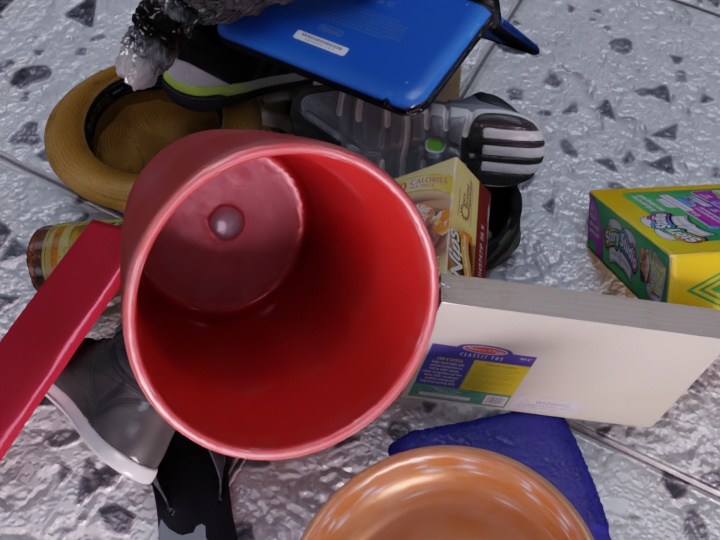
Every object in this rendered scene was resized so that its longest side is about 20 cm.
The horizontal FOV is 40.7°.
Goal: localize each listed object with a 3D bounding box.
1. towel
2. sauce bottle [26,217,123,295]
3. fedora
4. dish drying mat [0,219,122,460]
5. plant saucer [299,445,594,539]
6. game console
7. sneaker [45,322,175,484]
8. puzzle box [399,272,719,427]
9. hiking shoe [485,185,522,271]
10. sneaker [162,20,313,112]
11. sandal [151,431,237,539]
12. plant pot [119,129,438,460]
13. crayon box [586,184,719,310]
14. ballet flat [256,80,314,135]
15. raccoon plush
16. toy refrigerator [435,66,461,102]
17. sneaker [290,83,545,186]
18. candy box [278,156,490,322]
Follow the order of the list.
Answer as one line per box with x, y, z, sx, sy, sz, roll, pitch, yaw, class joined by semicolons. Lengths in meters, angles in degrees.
0.109;0.202;0.690;0.147;0.050;0.201;-7;57;-14;towel
-0.168;-0.014;0.782;0.199;0.066;0.066;-6;56;15;sauce bottle
-0.176;-0.105;0.854;0.199;0.082;0.202;0;48;1;fedora
-0.228;0.050;0.702;0.076;0.018;0.201;12;62;41;dish drying mat
0.049;0.205;0.573;0.199;0.037;0.201;-9;59;16;plant saucer
0.018;-0.185;0.785;0.199;0.119;0.171;26;69;28;game console
-0.185;0.065;0.723;0.200;0.071;0.099;31;83;41;sneaker
0.136;0.059;0.679;0.198;0.133;0.026;8;55;-7;puzzle box
0.060;-0.009;0.786;0.076;0.101;0.200;36;64;19;hiking shoe
-0.085;-0.200;0.831;0.072;0.083;0.200;32;44;25;sneaker
-0.130;0.145;0.721;0.076;0.043;0.201;-17;59;-11;sandal
-0.072;-0.006;0.640;0.199;0.202;0.177;-22;27;-14;plant pot
0.287;-0.019;0.757;0.171;0.059;0.200;-4;17;-2;crayon box
-0.063;-0.122;0.871;0.070;0.071;0.201;-17;62;-11;ballet flat
-0.073;-0.196;0.717;0.134;0.097;0.201;30;99;15;raccoon plush
0.050;-0.148;0.881;0.070;0.076;0.201;17;56;-13;toy refrigerator
0.049;-0.113;0.783;0.199;0.076;0.116;12;21;9;sneaker
0.000;0.000;0.744;0.199;0.055;0.116;-17;49;35;candy box
